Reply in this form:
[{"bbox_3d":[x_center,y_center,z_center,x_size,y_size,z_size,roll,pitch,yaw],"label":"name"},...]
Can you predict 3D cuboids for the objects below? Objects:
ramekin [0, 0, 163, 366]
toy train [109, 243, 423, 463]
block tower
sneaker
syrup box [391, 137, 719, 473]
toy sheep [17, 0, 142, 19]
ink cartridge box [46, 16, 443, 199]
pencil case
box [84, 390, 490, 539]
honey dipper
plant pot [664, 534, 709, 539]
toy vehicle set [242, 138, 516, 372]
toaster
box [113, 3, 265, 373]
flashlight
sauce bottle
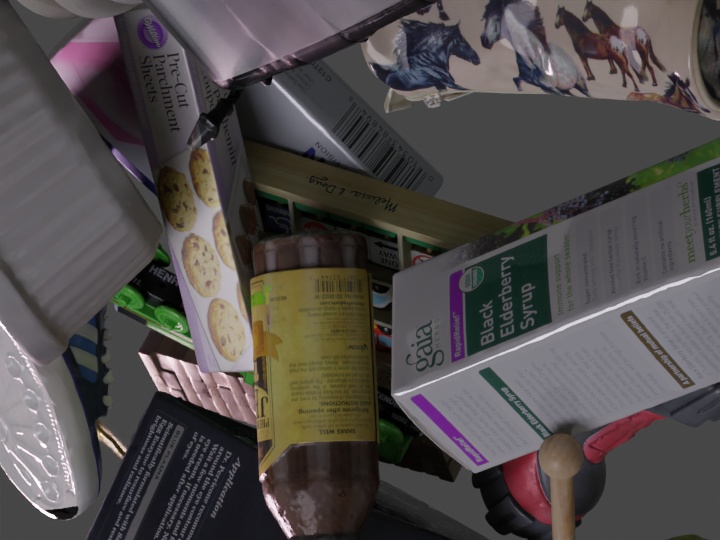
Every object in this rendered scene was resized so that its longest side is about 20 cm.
[{"bbox_3d":[-0.182,-0.059,1.361,0.203,0.094,0.202,55,177,4],"label":"ramekin"},{"bbox_3d":[-0.053,0.045,1.466,0.199,0.042,0.056,27,155,6],"label":"toy train"},{"bbox_3d":[-0.028,0.063,1.554,0.199,0.058,0.054,13,147,26],"label":"block tower"},{"bbox_3d":[-0.157,0.025,1.536,0.080,0.146,0.201,-10,105,46],"label":"sneaker"},{"bbox_3d":[0.116,0.019,1.304,0.199,0.079,0.081,-22,134,25],"label":"syrup box"},{"bbox_3d":[-0.133,-0.184,1.294,0.199,0.138,0.138,9,136,32],"label":"toy sheep"},{"bbox_3d":[-0.081,-0.070,1.469,0.196,0.043,0.200,43,142,-10],"label":"ink cartridge box"},{"bbox_3d":[0.096,-0.114,1.241,0.199,0.078,0.090,7,114,33],"label":"pencil case"},{"bbox_3d":[-0.017,0.175,1.511,0.196,0.118,0.200,25,180,-42],"label":"box"},{"bbox_3d":[0.105,0.134,1.385,0.038,0.038,0.200,22,153,18],"label":"honey dipper"},{"bbox_3d":[0.186,0.257,1.506,0.200,0.200,0.185,26,132,13],"label":"plant pot"},{"bbox_3d":[0.000,0.000,1.428,0.199,0.027,0.125,17,142,20],"label":"toy vehicle set"},{"bbox_3d":[-0.011,-0.179,1.160,0.119,0.200,0.180,46,144,-20],"label":"toaster"},{"bbox_3d":[-0.081,-0.045,1.380,0.041,0.039,0.201,-4,108,26],"label":"box"},{"bbox_3d":[0.138,0.084,1.431,0.200,0.067,0.068,-38,64,49],"label":"flashlight"},{"bbox_3d":[-0.022,0.082,1.357,0.064,0.201,0.065,-2,171,0],"label":"sauce bottle"}]
